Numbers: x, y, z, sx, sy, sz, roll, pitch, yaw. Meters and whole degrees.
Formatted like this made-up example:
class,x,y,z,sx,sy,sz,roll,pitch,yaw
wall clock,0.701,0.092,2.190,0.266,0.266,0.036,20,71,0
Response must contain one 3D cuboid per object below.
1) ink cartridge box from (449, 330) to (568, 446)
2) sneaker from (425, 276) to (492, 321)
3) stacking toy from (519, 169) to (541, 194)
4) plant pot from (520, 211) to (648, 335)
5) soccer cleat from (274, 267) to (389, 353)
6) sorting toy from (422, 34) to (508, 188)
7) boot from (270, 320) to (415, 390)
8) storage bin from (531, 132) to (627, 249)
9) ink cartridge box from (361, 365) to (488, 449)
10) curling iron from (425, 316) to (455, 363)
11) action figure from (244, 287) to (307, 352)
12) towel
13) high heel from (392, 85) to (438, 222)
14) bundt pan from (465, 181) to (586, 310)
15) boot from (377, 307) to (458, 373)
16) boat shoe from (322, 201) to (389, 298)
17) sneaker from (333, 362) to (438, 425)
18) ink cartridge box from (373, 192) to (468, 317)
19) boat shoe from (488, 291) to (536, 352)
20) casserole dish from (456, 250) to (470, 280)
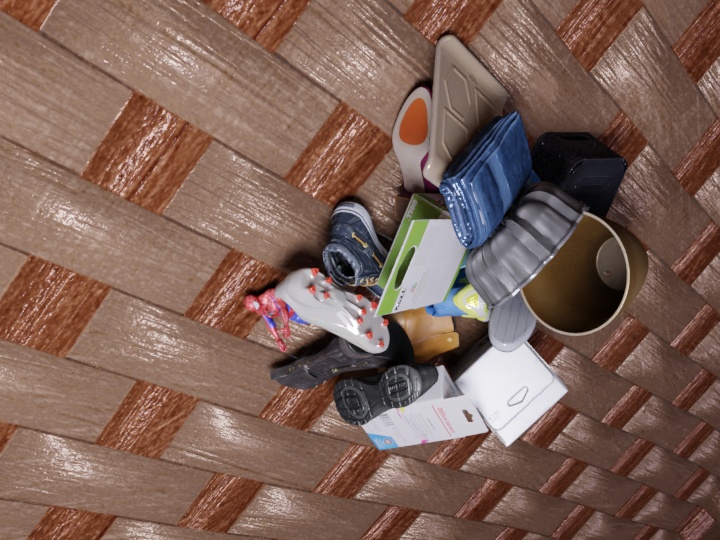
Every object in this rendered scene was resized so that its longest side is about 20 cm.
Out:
class,x,y,z,sx,sy,sz,roll,pitch,yaw
ink cartridge box,0.256,0.191,1.479,0.145,0.145,0.200,-43,178,3
sneaker,0.159,0.041,1.344,0.200,0.103,0.077,24,68,-76
stacking toy,0.194,-0.089,1.313,0.199,0.117,0.109,-40,136,15
plant pot,0.378,-0.003,1.331,0.198,0.186,0.189,-6,129,-49
soccer cleat,-0.036,0.059,1.199,0.077,0.070,0.199,-19,136,40
sorting toy,0.144,-0.193,1.159,0.184,0.036,0.204,27,66,-48
boot,-0.026,0.143,1.334,0.173,0.070,0.198,-32,150,34
storage bin,0.337,-0.117,1.389,0.133,0.094,0.203,-6,127,-33
ink cartridge box,0.101,0.224,1.370,0.197,0.069,0.116,-13,135,21
curling iron,0.117,0.159,1.493,0.025,0.050,0.202,11,121,-28
action figure,-0.088,0.084,1.236,0.198,0.101,0.065,17,140,-41
towel,0.177,-0.124,1.128,0.200,0.048,0.113,-50,126,-42
high heel,0.090,-0.173,1.204,0.096,0.067,0.203,-37,144,-51
bundt pan,0.220,-0.045,1.175,0.076,0.202,0.202,42,93,-3
boot,0.098,0.145,1.423,0.141,0.071,0.204,-9,124,-5
boat shoe,0.000,0.000,1.228,0.201,0.070,0.092,58,41,-42
sneaker,0.040,0.190,1.303,0.198,0.077,0.090,-19,174,41
ink cartridge box,0.073,-0.027,1.166,0.199,0.075,0.150,-8,125,-55
boat shoe,0.250,0.074,1.356,0.201,0.071,0.072,-57,162,-48
casserole dish,0.175,-0.011,1.349,0.120,0.039,0.198,-27,166,36
